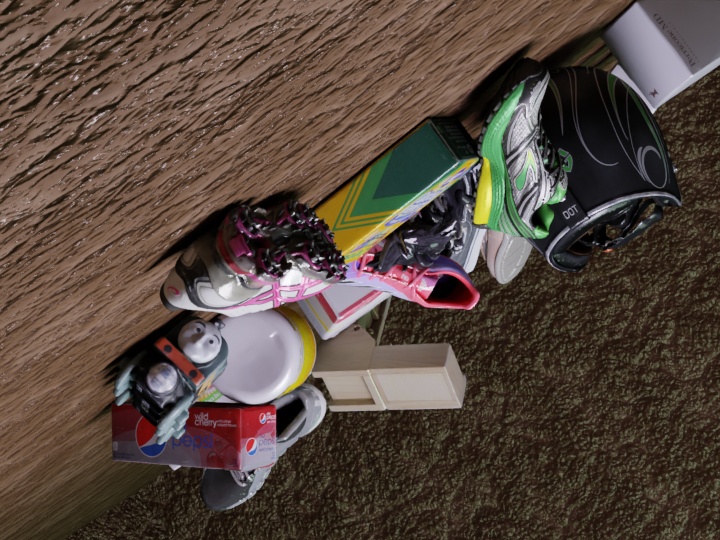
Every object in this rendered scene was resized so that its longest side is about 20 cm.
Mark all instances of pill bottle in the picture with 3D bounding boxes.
[{"bbox_3d":[-0.110,0.093,1.554,0.109,0.110,0.200,-36,175,4],"label":"pill bottle"}]

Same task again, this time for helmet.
[{"bbox_3d":[0.222,-0.117,1.404,0.199,0.192,0.200,-19,157,-8],"label":"helmet"}]

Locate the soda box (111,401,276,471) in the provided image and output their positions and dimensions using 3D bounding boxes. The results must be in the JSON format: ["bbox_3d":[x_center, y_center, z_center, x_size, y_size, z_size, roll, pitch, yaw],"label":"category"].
[{"bbox_3d":[-0.189,0.182,1.521,0.199,0.071,0.063,-1,178,35],"label":"soda box"}]

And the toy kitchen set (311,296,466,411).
[{"bbox_3d":[0.061,0.101,1.742,0.179,0.164,0.201,-4,-134,21],"label":"toy kitchen set"}]

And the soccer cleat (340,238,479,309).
[{"bbox_3d":[0.037,0.001,1.449,0.076,0.199,0.067,36,-72,56],"label":"soccer cleat"}]

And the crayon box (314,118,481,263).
[{"bbox_3d":[0.015,-0.062,1.267,0.200,0.052,0.126,-37,176,17],"label":"crayon box"}]

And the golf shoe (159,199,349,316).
[{"bbox_3d":[-0.079,-0.006,1.034,0.092,0.073,0.200,-31,168,21],"label":"golf shoe"}]

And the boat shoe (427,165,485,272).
[{"bbox_3d":[0.105,-0.058,1.602,0.068,0.072,0.201,-27,149,-27],"label":"boat shoe"}]

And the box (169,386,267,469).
[{"bbox_3d":[-0.172,0.146,1.697,0.112,0.102,0.200,-39,175,42],"label":"box"}]

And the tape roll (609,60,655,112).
[{"bbox_3d":[0.321,-0.205,1.649,0.203,0.071,0.202,-52,176,-6],"label":"tape roll"}]

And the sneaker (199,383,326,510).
[{"bbox_3d":[-0.131,0.210,1.634,0.200,0.075,0.115,-47,170,1],"label":"sneaker"}]

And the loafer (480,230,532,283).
[{"bbox_3d":[0.172,-0.067,1.627,0.072,0.063,0.201,-38,151,-24],"label":"loafer"}]

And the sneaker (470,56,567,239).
[{"bbox_3d":[0.157,-0.112,1.258,0.201,0.085,0.078,90,22,-48],"label":"sneaker"}]

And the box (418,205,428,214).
[{"bbox_3d":[0.161,-0.093,1.792,0.175,0.097,0.200,-34,174,-21],"label":"box"}]

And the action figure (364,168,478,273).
[{"bbox_3d":[0.064,-0.057,1.402,0.119,0.102,0.200,-32,174,30],"label":"action figure"}]

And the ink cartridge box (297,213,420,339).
[{"bbox_3d":[0.000,0.000,1.599,0.145,0.084,0.200,-34,176,-12],"label":"ink cartridge box"}]

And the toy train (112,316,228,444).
[{"bbox_3d":[-0.182,0.102,1.338,0.114,0.085,0.200,-47,177,-17],"label":"toy train"}]

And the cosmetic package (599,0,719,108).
[{"bbox_3d":[0.363,-0.267,1.470,0.200,0.102,0.071,-34,175,-35],"label":"cosmetic package"}]
